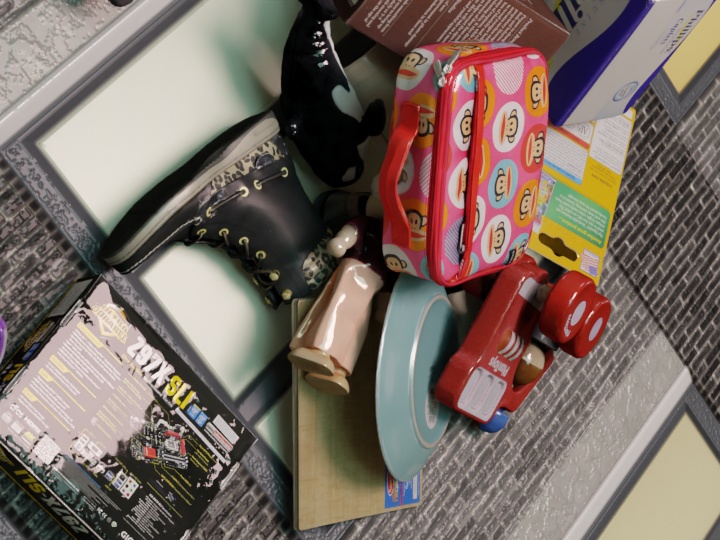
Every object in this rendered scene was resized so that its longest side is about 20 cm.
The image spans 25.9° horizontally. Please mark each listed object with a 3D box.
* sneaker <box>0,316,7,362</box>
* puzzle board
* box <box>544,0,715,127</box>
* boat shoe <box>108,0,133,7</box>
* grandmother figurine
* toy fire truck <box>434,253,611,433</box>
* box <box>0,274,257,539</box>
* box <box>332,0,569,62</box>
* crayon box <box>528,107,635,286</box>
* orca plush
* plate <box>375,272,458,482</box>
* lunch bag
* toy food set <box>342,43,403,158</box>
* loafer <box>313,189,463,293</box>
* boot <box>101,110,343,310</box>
[{"bbox_3d":[-0.321,0.100,1.149,0.080,0.088,0.201,38,64,-27],"label":"sneaker"},{"bbox_3d":[-0.003,0.121,1.401,0.150,0.017,0.202,-4,96,-42],"label":"puzzle board"},{"bbox_3d":[0.215,-0.275,1.499,0.104,0.184,0.201,-15,63,-36],"label":"box"},{"bbox_3d":[-0.184,-0.304,1.327,0.071,0.065,0.201,9,51,6],"label":"boat shoe"},{"bbox_3d":[0.000,0.000,1.351,0.201,0.060,0.122,-65,157,-21],"label":"grandmother figurine"},{"bbox_3d":[0.141,0.068,1.466,0.169,0.112,0.200,-59,156,-2],"label":"toy fire truck"},{"bbox_3d":[-0.198,0.130,1.259,0.200,0.049,0.160,48,56,-20],"label":"box"},{"bbox_3d":[0.078,-0.229,1.381,0.199,0.100,0.075,26,25,-35],"label":"box"},{"bbox_3d":[0.201,-0.096,1.583,0.125,0.051,0.202,27,67,-30],"label":"crayon box"},{"bbox_3d":[-0.035,-0.142,1.359,0.104,0.201,0.071,23,50,13],"label":"orca plush"},{"bbox_3d":[0.057,0.089,1.399,0.200,0.025,0.202,3,90,-70],"label":"plate"},{"bbox_3d":[0.080,-0.092,1.323,0.175,0.081,0.202,-16,116,-48],"label":"lunch bag"},{"bbox_3d":[0.066,-0.169,1.474,0.144,0.060,0.200,55,45,-13],"label":"toy food set"},{"bbox_3d":[0.049,-0.026,1.453,0.199,0.063,0.073,18,71,-33],"label":"loafer"},{"bbox_3d":[-0.109,-0.022,1.334,0.204,0.073,0.154,-44,111,-31],"label":"boot"}]
